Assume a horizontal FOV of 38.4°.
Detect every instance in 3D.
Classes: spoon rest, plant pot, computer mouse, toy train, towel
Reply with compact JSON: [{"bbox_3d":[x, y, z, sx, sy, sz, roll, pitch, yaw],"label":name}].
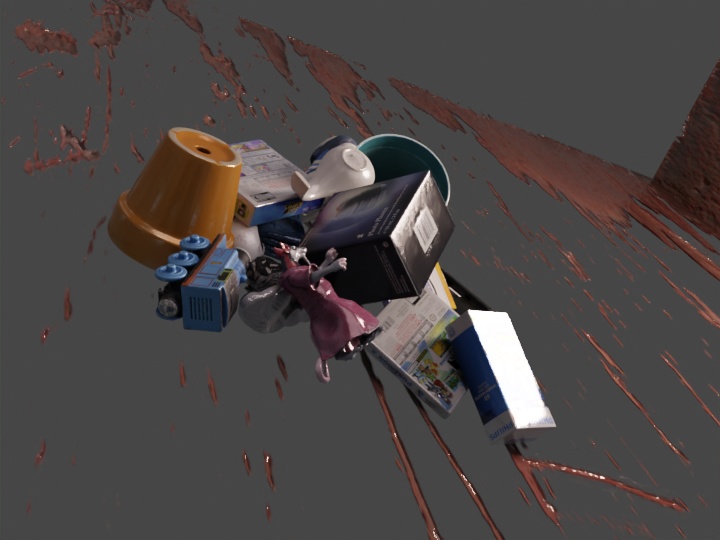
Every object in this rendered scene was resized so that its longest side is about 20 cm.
[{"bbox_3d":[-0.052,-0.166,1.813,0.100,0.061,0.199,50,42,14],"label":"spoon rest"},{"bbox_3d":[-0.275,-0.115,1.625,0.198,0.185,0.201,22,20,-9],"label":"plant pot"},{"bbox_3d":[-0.211,-0.078,1.767,0.108,0.044,0.200,-14,35,-14],"label":"computer mouse"},{"bbox_3d":[-0.221,0.015,1.479,0.113,0.088,0.200,7,25,8],"label":"toy train"},{"bbox_3d":[-0.155,-0.082,1.882,0.111,0.049,0.200,18,22,-17],"label":"towel"},{"bbox_3d":[0.046,-0.123,1.965,0.198,0.188,0.202,8,61,-14],"label":"plant pot"}]

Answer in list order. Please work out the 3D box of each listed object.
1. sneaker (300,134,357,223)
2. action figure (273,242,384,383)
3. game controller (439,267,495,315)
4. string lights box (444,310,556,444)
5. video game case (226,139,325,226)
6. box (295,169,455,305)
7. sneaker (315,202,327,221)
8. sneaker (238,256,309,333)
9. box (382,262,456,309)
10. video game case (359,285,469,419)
[{"bbox_3d":[-0.081,-0.184,2.045,0.080,0.200,0.147,42,5,-18],"label":"sneaker"},{"bbox_3d":[-0.064,0.044,1.511,0.200,0.149,0.134,45,1,6],"label":"action figure"},{"bbox_3d":[0.171,0.050,1.975,0.104,0.042,0.200,-14,41,-39],"label":"game controller"},{"bbox_3d":[0.214,0.164,1.594,0.102,0.059,0.202,5,55,-44],"label":"string lights box"},{"bbox_3d":[-0.186,-0.158,1.818,0.181,0.046,0.199,38,32,24],"label":"video game case"},{"bbox_3d":[0.021,-0.048,1.683,0.124,0.197,0.201,62,36,-25],"label":"box"},{"bbox_3d":[-0.045,-0.080,1.887,0.073,0.090,0.200,-5,2,-1],"label":"sneaker"},{"bbox_3d":[-0.147,0.035,1.580,0.113,0.076,0.199,32,18,25],"label":"sneaker"},{"bbox_3d":[0.086,0.029,1.831,0.199,0.041,0.120,-6,72,-53],"label":"box"},{"bbox_3d":[0.107,0.116,1.620,0.182,0.022,0.200,41,38,4],"label":"video game case"}]
